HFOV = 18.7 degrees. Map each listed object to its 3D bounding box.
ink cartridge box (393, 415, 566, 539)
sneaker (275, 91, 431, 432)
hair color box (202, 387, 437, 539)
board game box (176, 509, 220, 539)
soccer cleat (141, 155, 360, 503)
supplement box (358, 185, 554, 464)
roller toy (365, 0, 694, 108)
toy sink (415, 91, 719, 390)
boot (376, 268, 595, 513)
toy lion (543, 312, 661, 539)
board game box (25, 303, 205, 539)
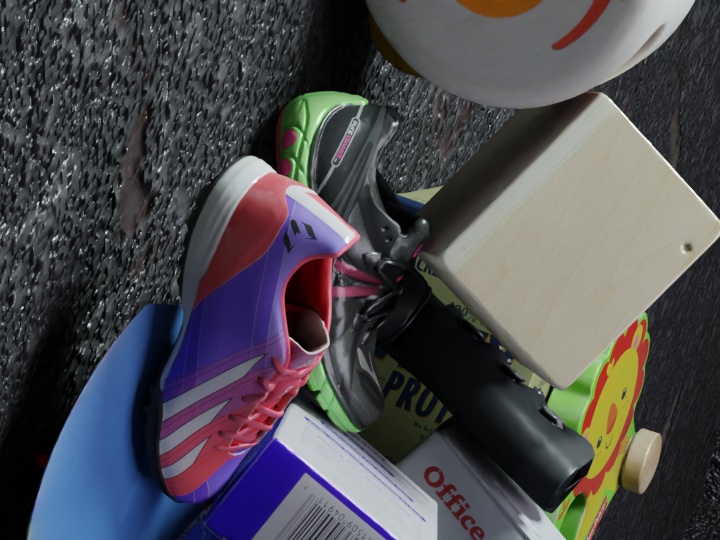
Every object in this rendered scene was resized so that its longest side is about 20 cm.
[{"bbox_3d":[0.031,0.211,1.388,0.200,0.146,0.083,-41,175,14],"label":"ink cartridge box"},{"bbox_3d":[0.000,0.000,1.205,0.077,0.083,0.202,-102,-172,-65],"label":"sneaker"},{"bbox_3d":[-0.017,0.131,1.176,0.065,0.109,0.200,-50,-179,6],"label":"hair color box"},{"bbox_3d":[-0.082,0.238,1.202,0.160,0.097,0.200,-49,162,-5],"label":"board game box"},{"bbox_3d":[-0.053,0.043,1.035,0.068,0.073,0.201,-40,151,-49],"label":"soccer cleat"},{"bbox_3d":[0.076,0.058,1.518,0.200,0.133,0.202,-16,125,-72],"label":"supplement box"},{"bbox_3d":[0.098,-0.185,1.212,0.140,0.181,0.202,-30,138,-67],"label":"roller toy"},{"bbox_3d":[0.113,-0.019,1.276,0.130,0.112,0.200,-44,-172,-2],"label":"toy sink"},{"bbox_3d":[0.053,0.064,1.325,0.066,0.200,0.165,-42,169,14],"label":"boot"},{"bbox_3d":[0.154,0.130,1.530,0.201,0.068,0.192,-61,157,-27],"label":"toy lion"},{"bbox_3d":[-0.120,0.082,1.087,0.159,0.039,0.200,-67,159,8],"label":"board game box"}]
